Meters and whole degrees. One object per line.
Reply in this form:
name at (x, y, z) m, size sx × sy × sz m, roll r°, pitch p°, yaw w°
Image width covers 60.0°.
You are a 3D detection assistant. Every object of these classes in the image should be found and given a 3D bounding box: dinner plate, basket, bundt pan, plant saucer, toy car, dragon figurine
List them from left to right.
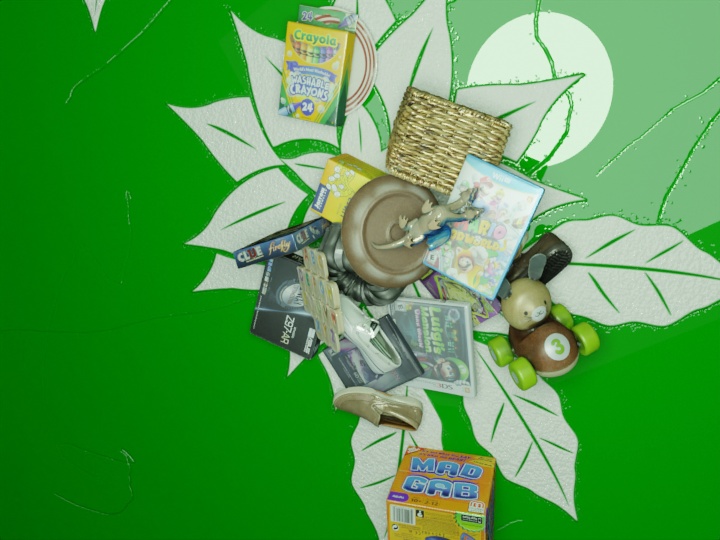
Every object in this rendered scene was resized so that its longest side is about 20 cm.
dinner plate at (-0.058, -0.401, 1.210) m, size 0.195 × 0.024 × 0.206 m, roll 5°, pitch 106°, yaw 18°
bundt pan at (0.000, 0.000, 1.211) m, size 0.198 × 0.077 × 0.203 m, roll 26°, pitch 156°, yaw 12°
plant saucer at (0.063, -0.068, 1.109) m, size 0.195 × 0.037 × 0.206 m, roll -2°, pitch 96°, yaw -13°
dragon figurine at (0.115, -0.071, 1.045) m, size 0.199 × 0.098 × 0.060 m, roll -36°, pitch 68°, yaw 33°
basket at (0.149, -0.226, 1.118) m, size 0.195 × 0.143 × 0.152 m, roll 16°, pitch 108°, yaw -7°
toy car at (0.307, 0.075, 1.110) m, size 0.161 × 0.158 × 0.203 m, roll -26°, pitch 116°, yaw -7°

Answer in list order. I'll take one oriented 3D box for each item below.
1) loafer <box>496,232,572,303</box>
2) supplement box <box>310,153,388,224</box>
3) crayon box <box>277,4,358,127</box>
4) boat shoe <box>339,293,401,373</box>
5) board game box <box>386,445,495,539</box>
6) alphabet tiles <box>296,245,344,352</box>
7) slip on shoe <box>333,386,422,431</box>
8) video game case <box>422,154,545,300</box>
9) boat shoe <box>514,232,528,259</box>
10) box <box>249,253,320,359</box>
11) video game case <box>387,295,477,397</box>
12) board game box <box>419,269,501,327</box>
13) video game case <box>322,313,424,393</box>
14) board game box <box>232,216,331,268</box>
loafer at (0.316, 0.004, 1.184) m, size 0.072 × 0.072 × 0.200 m, roll 27°, pitch 127°, yaw -28°
supplement box at (0.020, -0.132, 1.213) m, size 0.197 × 0.109 × 0.111 m, roll 27°, pitch 111°, yaw 10°
crayon box at (-0.082, -0.388, 1.182) m, size 0.123 × 0.052 × 0.205 m, roll 14°, pitch 109°, yaw 14°
boat shoe at (0.013, 0.119, 1.246) m, size 0.066 × 0.074 × 0.201 m, roll -21°, pitch 116°, yaw 41°
board game box at (0.172, 0.518, 1.295) m, size 0.195 × 0.200 × 0.205 m, roll 3°, pitch 106°, yaw 17°
alphabet tiles at (-0.081, 0.055, 1.225) m, size 0.014 × 0.199 × 0.201 m, roll -14°, pitch 106°, yaw -22°
slip on shoe at (0.035, 0.301, 1.333) m, size 0.194 × 0.061 × 0.077 m, roll 10°, pitch 136°, yaw 2°
video game case at (0.204, -0.072, 1.053) m, size 0.141 × 0.018 × 0.204 m, roll 28°, pitch 107°, yaw 19°
boat shoe at (0.222, -0.064, 1.191) m, size 0.196 × 0.065 × 0.074 m, roll 7°, pitch 122°, yaw 36°
box at (-0.146, 0.071, 1.361) m, size 0.157 × 0.043 × 0.204 m, roll 22°, pitch 111°, yaw 12°
video game case at (0.144, 0.152, 1.265) m, size 0.178 × 0.023 × 0.205 m, roll 5°, pitch 113°, yaw 31°
board game box at (0.175, 0.021, 1.218) m, size 0.201 × 0.032 × 0.120 m, roll 50°, pitch 150°, yaw 0°
video game case at (0.024, 0.193, 1.331) m, size 0.198 × 0.019 × 0.145 m, roll -31°, pitch 93°, yaw 36°
board game box at (-0.148, -0.060, 1.240) m, size 0.132 × 0.200 × 0.035 m, roll -15°, pitch 100°, yaw 20°
